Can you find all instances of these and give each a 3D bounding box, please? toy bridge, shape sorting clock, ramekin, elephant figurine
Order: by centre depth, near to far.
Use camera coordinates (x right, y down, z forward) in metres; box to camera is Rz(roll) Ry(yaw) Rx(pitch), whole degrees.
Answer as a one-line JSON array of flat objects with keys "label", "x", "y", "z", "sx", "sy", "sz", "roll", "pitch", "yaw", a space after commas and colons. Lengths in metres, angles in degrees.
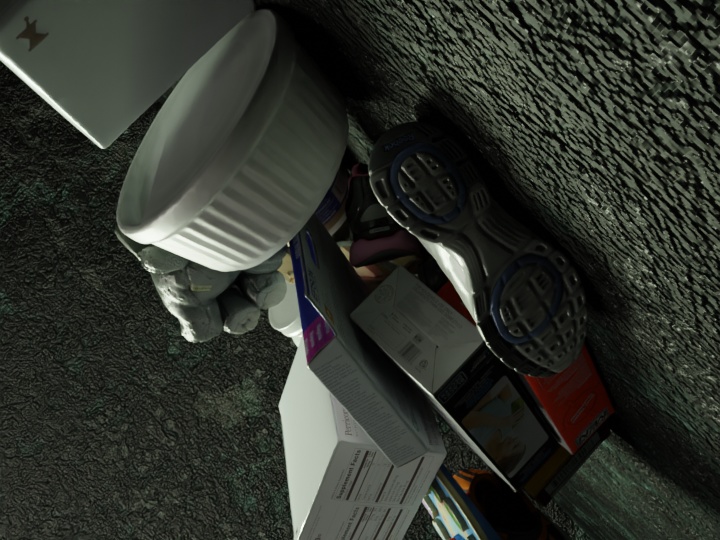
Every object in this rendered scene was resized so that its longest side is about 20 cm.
[{"label": "ramekin", "x": -0.095, "y": -0.092, "z": 0.606, "sx": 0.094, "sy": 0.203, "sz": 0.202, "roll": 34, "pitch": -178, "yaw": -32}, {"label": "elephant figurine", "x": -0.167, "y": -0.036, "z": 0.765, "sx": 0.200, "sy": 0.140, "sz": 0.156, "roll": 52, "pitch": 150, "yaw": 38}, {"label": "shape sorting clock", "x": 0.103, "y": 0.274, "z": 0.786, "sx": 0.201, "sy": 0.039, "sz": 0.200, "roll": 53, "pitch": 165, "yaw": 21}, {"label": "toy bridge", "x": 0.000, "y": 0.000, "z": 0.832, "sx": 0.199, "sy": 0.027, "sz": 0.067, "roll": -4, "pitch": -144, "yaw": -44}]

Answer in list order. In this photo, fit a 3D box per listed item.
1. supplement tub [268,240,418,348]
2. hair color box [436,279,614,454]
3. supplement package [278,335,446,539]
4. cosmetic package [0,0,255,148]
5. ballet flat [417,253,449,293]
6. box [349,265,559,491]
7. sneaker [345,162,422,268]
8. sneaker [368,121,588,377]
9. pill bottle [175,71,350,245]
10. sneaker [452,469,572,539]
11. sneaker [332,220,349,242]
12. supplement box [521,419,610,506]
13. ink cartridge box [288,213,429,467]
[{"label": "supplement tub", "x": 0.002, "y": 0.052, "z": 0.950, "sx": 0.199, "sy": 0.145, "sz": 0.144, "roll": 27, "pitch": -176, "yaw": -27}, {"label": "hair color box", "x": 0.146, "y": 0.074, "z": 0.670, "sx": 0.101, "sy": 0.061, "sz": 0.200, "roll": 41, "pitch": 174, "yaw": 41}, {"label": "supplement package", "x": -0.009, "y": 0.162, "z": 0.810, "sx": 0.110, "sy": 0.157, "sz": 0.201, "roll": 9, "pitch": -147, "yaw": -18}, {"label": "cosmetic package", "x": -0.212, "y": -0.231, "z": 0.535, "sx": 0.200, "sy": 0.167, "sz": 0.166, "roll": 44, "pitch": 175, "yaw": 15}, {"label": "ballet flat", "x": 0.115, "y": 0.040, "z": 0.724, "sx": 0.200, "sy": 0.056, "sz": 0.067, "roll": 43, "pitch": -144, "yaw": -50}, {"label": "box", "x": 0.084, "y": 0.095, "z": 0.656, "sx": 0.117, "sy": 0.060, "sz": 0.200, "roll": 41, "pitch": 172, "yaw": 45}, {"label": "sneaker", "x": 0.016, "y": -0.056, "z": 0.750, "sx": 0.200, "sy": 0.078, "sz": 0.096, "roll": -128, "pitch": 21, "yaw": -88}, {"label": "sneaker", "x": 0.081, "y": -0.017, "z": 0.517, "sx": 0.201, "sy": 0.074, "sz": 0.087, "roll": 53, "pitch": -174, "yaw": -11}, {"label": "pill bottle", "x": -0.096, "y": -0.121, "z": 0.791, "sx": 0.116, "sy": 0.116, "sz": 0.200, "roll": 41, "pitch": 173, "yaw": 43}, {"label": "sneaker", "x": 0.144, "y": 0.248, "z": 0.850, "sx": 0.112, "sy": 0.078, "sz": 0.199, "roll": 49, "pitch": 165, "yaw": -26}, {"label": "sneaker", "x": -0.035, "y": -0.061, "z": 0.998, "sx": 0.070, "sy": 0.076, "sz": 0.200, "roll": 43, "pitch": 176, "yaw": 22}, {"label": "supplement box", "x": 0.155, "y": 0.139, "z": 0.841, "sx": 0.200, "sy": 0.110, "sz": 0.086, "roll": 43, "pitch": 177, "yaw": 32}, {"label": "ink cartridge box", "x": -0.019, "y": 0.040, "z": 0.681, "sx": 0.201, "sy": 0.043, "sz": 0.197, "roll": 53, "pitch": -168, "yaw": -32}]
